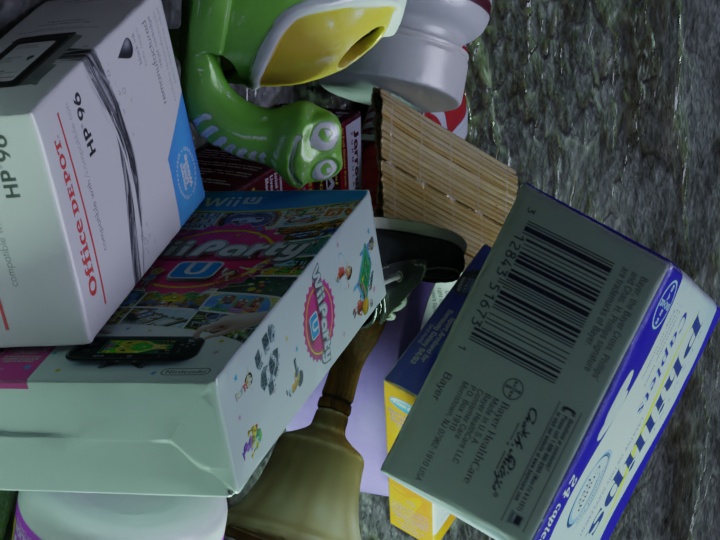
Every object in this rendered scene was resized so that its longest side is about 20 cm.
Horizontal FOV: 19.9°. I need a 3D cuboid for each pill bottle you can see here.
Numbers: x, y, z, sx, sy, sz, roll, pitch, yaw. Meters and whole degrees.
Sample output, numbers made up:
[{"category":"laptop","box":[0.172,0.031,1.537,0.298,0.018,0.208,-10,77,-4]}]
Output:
[{"category":"pill bottle","box":[0.035,-0.211,1.330,0.114,0.113,0.202,28,71,-66]},{"category":"pill bottle","box":[-0.131,0.191,1.031,0.104,0.103,0.202,-38,143,-60]}]

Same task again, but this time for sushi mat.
[{"category":"sushi mat","box":[0.059,-0.048,1.363,0.200,0.012,0.097,24,63,-57]}]

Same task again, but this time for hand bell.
[{"category":"hand bell","box":[-0.012,0.077,1.262,0.104,0.103,0.202,45,60,-62]}]

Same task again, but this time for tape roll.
[{"category":"tape roll","box":[0.024,0.055,1.422,0.200,0.084,0.202,6,90,-68]}]

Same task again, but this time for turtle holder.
[{"category":"turtle holder","box":[-0.041,-0.154,1.056,0.142,0.130,0.187,106,-15,-46]}]

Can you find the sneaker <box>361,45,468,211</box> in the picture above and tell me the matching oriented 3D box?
[{"category":"sneaker","box":[0.029,-0.112,1.402,0.200,0.070,0.114,-61,154,-58]}]

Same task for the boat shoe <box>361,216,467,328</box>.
[{"category":"boat shoe","box":[0.000,0.000,1.200,0.199,0.071,0.068,4,86,-60]}]

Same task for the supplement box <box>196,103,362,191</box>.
[{"category":"supplement box","box":[-0.061,-0.022,1.221,0.200,0.060,0.110,-41,134,-61]}]

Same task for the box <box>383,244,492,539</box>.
[{"category":"box","box":[0.062,0.075,1.295,0.119,0.041,0.201,-52,155,-29]}]

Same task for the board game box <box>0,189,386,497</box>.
[{"category":"board game box","box":[-0.090,0.030,0.995,0.200,0.146,0.065,-52,137,-57]}]

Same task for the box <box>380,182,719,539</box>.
[{"category":"box","box":[0.120,0.067,1.219,0.185,0.104,0.200,-63,161,2]}]

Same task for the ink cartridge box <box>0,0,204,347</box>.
[{"category":"ink cartridge box","box":[-0.145,-0.041,0.956,0.200,0.067,0.117,-60,142,-58]}]

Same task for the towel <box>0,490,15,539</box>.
[{"category":"towel","box":[-0.195,0.076,0.963,0.149,0.030,0.202,52,49,-61]}]
